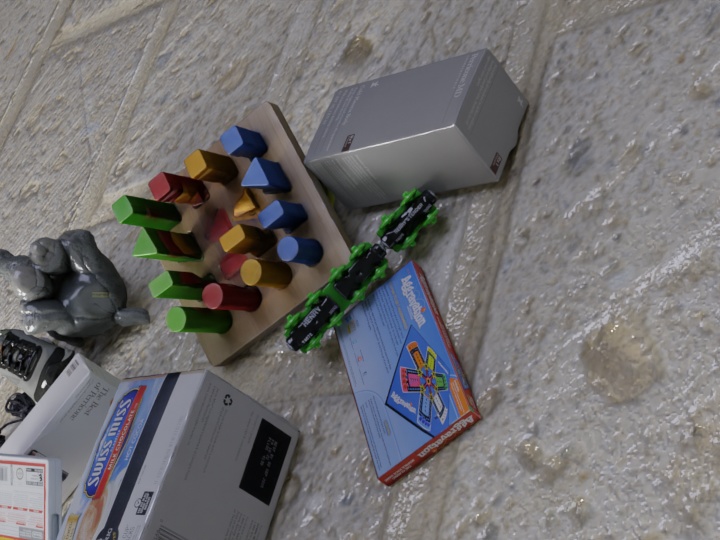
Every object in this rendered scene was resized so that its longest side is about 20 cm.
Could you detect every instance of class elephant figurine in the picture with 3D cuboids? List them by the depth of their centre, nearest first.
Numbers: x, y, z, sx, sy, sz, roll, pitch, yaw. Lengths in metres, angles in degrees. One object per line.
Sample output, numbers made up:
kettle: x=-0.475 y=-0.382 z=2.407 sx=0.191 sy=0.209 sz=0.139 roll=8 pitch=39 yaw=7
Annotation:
elephant figurine: x=-0.356 y=0.020 z=1.500 sx=0.141 sy=0.156 sz=0.200 roll=-22 pitch=2 yaw=-17

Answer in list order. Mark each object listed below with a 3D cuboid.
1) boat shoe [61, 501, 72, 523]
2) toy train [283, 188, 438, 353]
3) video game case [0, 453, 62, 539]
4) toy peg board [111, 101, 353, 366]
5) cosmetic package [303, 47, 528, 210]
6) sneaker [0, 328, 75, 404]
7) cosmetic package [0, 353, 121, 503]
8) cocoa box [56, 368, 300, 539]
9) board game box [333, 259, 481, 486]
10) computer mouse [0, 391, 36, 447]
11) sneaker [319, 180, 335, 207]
boat shoe: x=-0.236 y=0.214 z=1.266 sx=0.062 sy=0.073 sz=0.201 roll=28 pitch=70 yaw=12
toy train: x=0.000 y=0.000 z=1.180 sx=0.200 sy=0.042 sz=0.056 roll=-47 pitch=1 yaw=-4
video game case: x=-0.339 y=0.287 z=1.247 sx=0.143 sy=0.017 sz=0.201 roll=-6 pitch=83 yaw=49
toy peg board: x=-0.138 y=-0.038 z=1.249 sx=0.199 sy=0.098 sz=0.201 roll=-36 pitch=71 yaw=22
cosmetic package: x=0.053 y=-0.135 z=1.219 sx=0.199 sy=0.090 sz=0.107 roll=-13 pitch=44 yaw=43
sneaker: x=-0.393 y=0.110 z=1.465 sx=0.200 sy=0.079 sz=0.074 roll=9 pitch=73 yaw=62
cosmetic package: x=-0.333 y=0.195 z=1.352 sx=0.200 sy=0.082 sz=0.051 roll=-51 pitch=39 yaw=0
cocoa box: x=-0.167 y=0.208 z=1.119 sx=0.131 sy=0.133 sz=0.201 roll=-10 pitch=52 yaw=43
board game box: x=0.036 y=0.086 z=1.105 sx=0.103 sy=0.019 sz=0.201 roll=-40 pitch=37 yaw=17
computer mouse: x=-0.431 y=0.237 z=1.454 sx=0.200 sy=0.046 sz=0.140 roll=-51 pitch=30 yaw=-20
sneaker: x=-0.105 y=-0.045 z=1.320 sx=0.130 sy=0.079 sz=0.201 roll=22 pitch=77 yaw=54
